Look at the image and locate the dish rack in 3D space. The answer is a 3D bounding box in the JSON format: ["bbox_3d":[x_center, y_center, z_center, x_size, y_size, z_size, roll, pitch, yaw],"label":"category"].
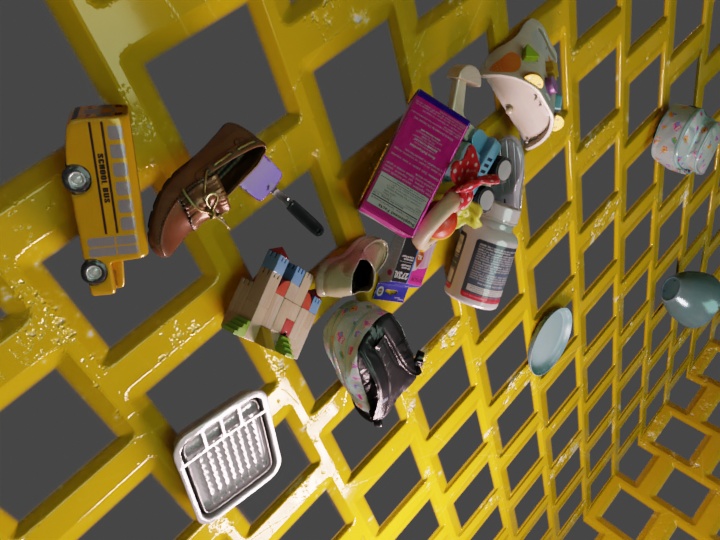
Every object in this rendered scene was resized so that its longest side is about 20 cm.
[{"bbox_3d":[-0.217,0.295,0.993,0.169,0.043,0.205,-31,129,-32],"label":"dish rack"}]

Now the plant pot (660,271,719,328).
[{"bbox_3d":[1.160,0.087,2.185,0.131,0.200,0.205,20,98,-13],"label":"plant pot"}]

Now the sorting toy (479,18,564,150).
[{"bbox_3d":[0.331,-0.372,1.157,0.200,0.105,0.184,42,57,-36],"label":"sorting toy"}]

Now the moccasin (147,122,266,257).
[{"bbox_3d":[-0.188,-0.096,0.761,0.203,0.076,0.075,-55,162,-33],"label":"moccasin"}]

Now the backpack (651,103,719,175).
[{"bbox_3d":[0.909,-0.367,1.707,0.196,0.153,0.180,9,110,-40],"label":"backpack"}]

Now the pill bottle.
[{"bbox_3d":[0.252,-0.036,1.235,0.117,0.118,0.206,2,110,-45],"label":"pill bottle"}]

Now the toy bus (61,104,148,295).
[{"bbox_3d":[-0.289,-0.078,0.695,0.076,0.065,0.206,-8,118,-19],"label":"toy bus"}]

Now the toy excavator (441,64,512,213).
[{"bbox_3d":[0.190,-0.233,1.100,0.199,0.099,0.198,36,83,-39],"label":"toy excavator"}]

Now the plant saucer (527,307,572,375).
[{"bbox_3d":[0.521,0.193,1.695,0.197,0.027,0.206,-24,126,-36],"label":"plant saucer"}]

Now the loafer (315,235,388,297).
[{"bbox_3d":[0.000,0.000,1.013,0.199,0.067,0.078,-36,136,-52],"label":"loafer"}]

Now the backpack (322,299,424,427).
[{"bbox_3d":[0.017,0.153,1.095,0.168,0.124,0.203,-51,137,-29],"label":"backpack"}]

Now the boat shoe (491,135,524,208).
[{"bbox_3d":[0.304,-0.189,1.260,0.062,0.070,0.204,-55,148,-45],"label":"boat shoe"}]

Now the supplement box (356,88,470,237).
[{"bbox_3d":[0.081,-0.166,0.984,0.101,0.101,0.204,28,91,-5],"label":"supplement box"}]

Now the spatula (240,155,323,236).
[{"bbox_3d":[-0.111,-0.104,0.907,0.057,0.021,0.199,-47,140,2],"label":"spatula"}]

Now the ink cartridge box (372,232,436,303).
[{"bbox_3d":[0.093,-0.032,1.144,0.093,0.037,0.205,9,106,-47],"label":"ink cartridge box"}]

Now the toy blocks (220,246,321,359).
[{"bbox_3d":[-0.124,0.047,0.932,0.200,0.098,0.140,38,74,-59],"label":"toy blocks"}]

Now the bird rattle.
[{"bbox_3d":[0.151,-0.096,1.002,0.163,0.113,0.200,-45,178,-6],"label":"bird rattle"}]
